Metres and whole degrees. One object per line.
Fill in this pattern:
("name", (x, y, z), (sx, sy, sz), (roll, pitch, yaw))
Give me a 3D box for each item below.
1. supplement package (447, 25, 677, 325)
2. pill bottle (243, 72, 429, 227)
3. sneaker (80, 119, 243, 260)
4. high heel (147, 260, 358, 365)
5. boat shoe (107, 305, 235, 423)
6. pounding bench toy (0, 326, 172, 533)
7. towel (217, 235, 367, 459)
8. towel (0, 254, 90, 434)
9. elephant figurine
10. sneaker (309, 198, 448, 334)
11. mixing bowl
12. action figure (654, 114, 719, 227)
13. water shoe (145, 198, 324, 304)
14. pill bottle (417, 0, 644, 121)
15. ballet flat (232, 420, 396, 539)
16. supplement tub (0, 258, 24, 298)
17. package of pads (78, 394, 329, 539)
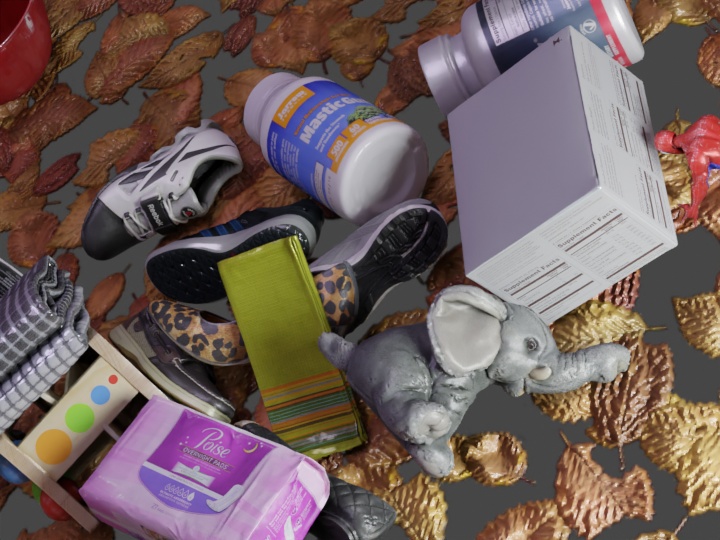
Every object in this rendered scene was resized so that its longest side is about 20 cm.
("supplement package", (0.175, -0.084, 1.508), (0.155, 0.111, 0.201), (-35, 41, 32))
("pill bottle", (-0.032, -0.130, 1.702), (0.112, 0.112, 0.200), (-47, 46, -9))
("sneaker", (-0.211, -0.076, 1.798), (0.200, 0.074, 0.089), (-42, 43, -3))
("high heel", (-0.099, 0.027, 1.588), (0.199, 0.071, 0.143), (25, 103, 16))
("boat shoe", (-0.179, 0.088, 1.650), (0.065, 0.073, 0.200), (-51, 46, -6))
("pounding bench toy", (-0.277, 0.146, 1.625), (0.156, 0.124, 0.200), (-48, 16, -8))
("towel", (-0.064, 0.075, 1.538), (0.086, 0.018, 0.201), (-19, 90, 17))
("towel", (-0.332, 0.073, 1.561), (0.166, 0.086, 0.200), (-44, 16, 3))
("elephant figurine", (0.099, 0.071, 1.454), (0.200, 0.155, 0.141), (-41, 30, -3))
("sneaker", (0.000, 0.000, 1.621), (0.200, 0.074, 0.079), (-33, 15, 13))
("mixing bowl", (-0.458, -0.276, 2.087), (0.199, 0.108, 0.201), (-18, 48, 20))
("action figure", (0.352, -0.079, 1.466), (0.199, 0.099, 0.065), (15, 59, 14))
("water shoe", (-0.124, -0.019, 1.720), (0.199, 0.072, 0.079), (-12, 23, 26))
("pill bottle", (0.164, -0.220, 1.646), (0.199, 0.120, 0.120), (-24, 46, 15))
("ballet flat", (-0.049, 0.192, 1.508), (0.057, 0.067, 0.200), (-25, 41, -34))
("supplement tub", (-0.430, 0.081, 1.778), (0.122, 0.123, 0.200), (23, 70, 42))
("package of pads", (-0.135, 0.190, 1.457), (0.199, 0.076, 0.121), (17, 61, 36))
